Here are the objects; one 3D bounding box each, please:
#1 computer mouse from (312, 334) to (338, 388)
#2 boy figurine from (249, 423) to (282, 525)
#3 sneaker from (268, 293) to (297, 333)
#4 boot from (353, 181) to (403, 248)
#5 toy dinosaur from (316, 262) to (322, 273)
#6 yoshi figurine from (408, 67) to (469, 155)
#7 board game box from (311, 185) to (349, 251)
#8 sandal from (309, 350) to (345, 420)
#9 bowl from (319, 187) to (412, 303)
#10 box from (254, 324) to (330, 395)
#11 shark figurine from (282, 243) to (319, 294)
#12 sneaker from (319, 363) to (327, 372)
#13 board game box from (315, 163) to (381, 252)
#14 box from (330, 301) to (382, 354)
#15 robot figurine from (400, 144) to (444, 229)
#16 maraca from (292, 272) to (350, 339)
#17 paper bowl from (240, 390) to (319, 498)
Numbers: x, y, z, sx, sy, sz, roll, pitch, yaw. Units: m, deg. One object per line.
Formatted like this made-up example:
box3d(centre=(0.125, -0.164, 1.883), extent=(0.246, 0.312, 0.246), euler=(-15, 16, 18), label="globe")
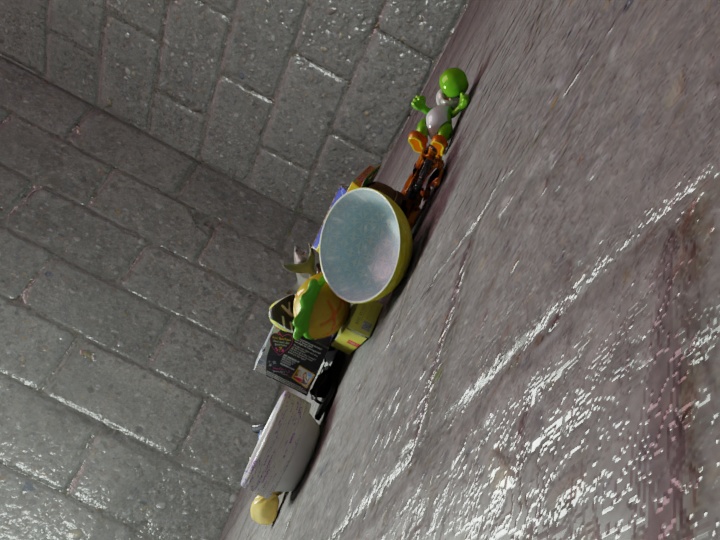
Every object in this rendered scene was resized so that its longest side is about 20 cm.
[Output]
box3d(centre=(-0.055, 0.182, 1.684), extent=(0.110, 0.043, 0.204), euler=(-63, -6, -76), label="computer mouse")
box3d(centre=(-0.196, 0.436, 1.563), extent=(0.124, 0.063, 0.205), euler=(31, -127, -55), label="boy figurine")
box3d(centre=(-0.126, 0.092, 1.507), extent=(0.089, 0.198, 0.080), euler=(-7, 83, 37), label="sneaker")
box3d(centre=(0.001, -0.080, 1.417), extent=(0.203, 0.074, 0.074), euler=(-59, 18, 15), label="boot")
box3d(centre=(0.000, 0.000, 1.549), extent=(0.085, 0.198, 0.138), euler=(-27, -44, -38), label="toy dinosaur")
box3d(centre=(0.175, -0.351, 1.557), extent=(0.111, 0.111, 0.203), euler=(-19, 41, 61), label="yoshi figurine")
box3d(centre=(0.000, -0.100, 1.719), extent=(0.162, 0.096, 0.199), euler=(-63, -22, 14), label="board game box")
box3d(centre=(-0.078, 0.242, 1.557), extent=(0.202, 0.047, 0.076), euler=(-73, 9, -59), label="sandal")
box3d(centre=(0.029, -0.041, 1.329), extent=(0.106, 0.200, 0.203), euler=(5, -61, -47), label="bowl")
box3d(centre=(-0.143, 0.173, 1.593), extent=(0.200, 0.130, 0.117), euler=(-106, 42, -88), label="box")
box3d(centre=(-0.120, 0.020, 1.506), extent=(0.088, 0.130, 0.214), euler=(-26, 7, -5), label="shark figurine")
box3d(centre=(-0.084, 0.188, 1.881), extent=(0.203, 0.076, 0.080), euler=(-59, -6, 13), label="sneaker")
box3d(centre=(-0.023, -0.125, 1.461), extent=(0.201, 0.030, 0.096), euler=(-56, -3, 36), label="board game box")
box3d(centre=(-0.011, 0.112, 1.471), extent=(0.077, 0.049, 0.200), euler=(-66, 5, -20), label="box")
box3d(centre=(0.109, -0.150, 1.445), extent=(0.146, 0.057, 0.203), euler=(-74, 9, -62), label="robot figurine")
box3d(centre=(-0.080, 0.068, 1.392), extent=(0.199, 0.105, 0.141), euler=(-6, -68, -72), label="maraca")
box3d(centre=(-0.150, 0.351, 1.446), extent=(0.201, 0.102, 0.204), euler=(-90, 26, -81), label="paper bowl")
